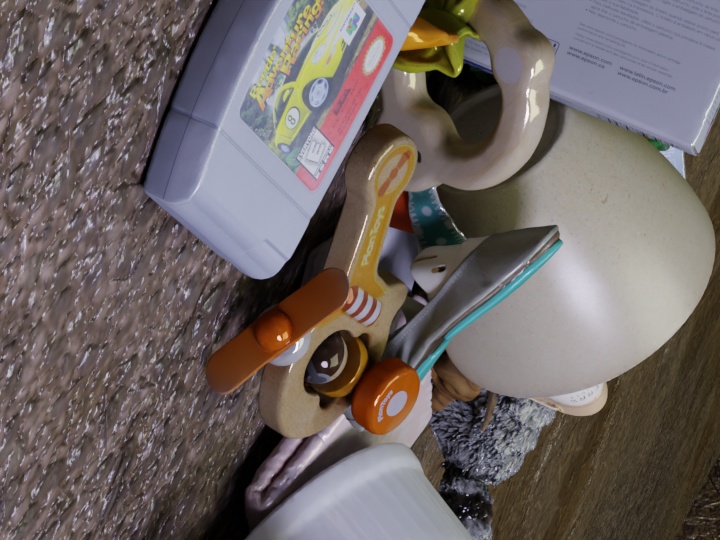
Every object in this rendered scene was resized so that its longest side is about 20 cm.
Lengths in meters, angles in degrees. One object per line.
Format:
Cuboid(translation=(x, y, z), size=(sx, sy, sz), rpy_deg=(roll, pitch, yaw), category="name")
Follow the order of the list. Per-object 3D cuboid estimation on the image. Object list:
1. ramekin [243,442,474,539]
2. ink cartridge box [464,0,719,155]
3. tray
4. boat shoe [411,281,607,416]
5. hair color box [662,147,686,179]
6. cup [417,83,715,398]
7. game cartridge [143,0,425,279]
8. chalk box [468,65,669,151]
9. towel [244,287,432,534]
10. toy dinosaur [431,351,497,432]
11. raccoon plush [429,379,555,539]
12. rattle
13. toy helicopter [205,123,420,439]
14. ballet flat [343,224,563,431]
Cuboid(translation=(-0.010, 0.219, 1.466), size=(0.200, 0.098, 0.201), rpy_deg=(-37, 157, -19), category="ramekin")
Cuboid(translation=(0.158, -0.200, 1.379), size=(0.201, 0.195, 0.043), rpy_deg=(-66, 166, -1), category="ink cartridge box")
Cuboid(translation=(0.000, 0.000, 1.456), size=(0.200, 0.022, 0.108), rpy_deg=(-36, 145, -61), category="tray")
Cuboid(translation=(0.100, 0.045, 1.543), size=(0.074, 0.200, 0.069), rpy_deg=(-40, 129, -9), category="boat shoe")
Cuboid(translation=(0.216, -0.143, 1.730), size=(0.099, 0.060, 0.201), rpy_deg=(-89, 172, -62), category="hair color box")
Cuboid(translation=(0.115, -0.039, 1.449), size=(0.201, 0.199, 0.144), rpy_deg=(-59, 136, -27), category="cup")
Cuboid(translation=(-0.035, -0.105, 1.133), size=(0.201, 0.041, 0.133), rpy_deg=(-63, 149, -8), category="game cartridge")
Cuboid(translation=(0.153, -0.170, 1.502), size=(0.200, 0.123, 0.126), rpy_deg=(34, 68, -74), category="chalk box")
Cuboid(translation=(-0.014, 0.125, 1.518), size=(0.191, 0.032, 0.200), rpy_deg=(-52, 161, -22), category="towel")
Cuboid(translation=(0.080, 0.069, 1.629), size=(0.200, 0.060, 0.107), rpy_deg=(154, -67, -74), category="toy dinosaur")
Cuboid(translation=(0.133, 0.128, 1.713), size=(0.096, 0.133, 0.202), rpy_deg=(12, 68, -55), category="raccoon plush")
Cuboid(translation=(0.023, -0.073, 1.312), size=(0.143, 0.130, 0.201), rpy_deg=(-40, 166, -50), category="rattle")
Cuboid(translation=(-0.016, 0.009, 1.290), size=(0.132, 0.079, 0.201), rpy_deg=(-12, 127, -48), category="toy helicopter")
Cuboid(translation=(0.042, 0.024, 1.366), size=(0.200, 0.064, 0.067), rpy_deg=(-47, 174, 33), category="ballet flat")
